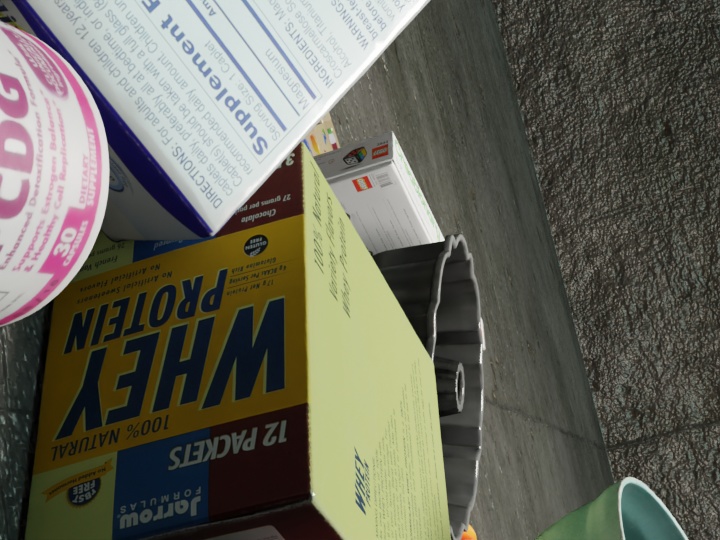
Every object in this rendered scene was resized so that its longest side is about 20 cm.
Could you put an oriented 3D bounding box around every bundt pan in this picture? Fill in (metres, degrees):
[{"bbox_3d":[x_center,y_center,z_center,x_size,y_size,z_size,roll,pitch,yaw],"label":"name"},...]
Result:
[{"bbox_3d":[0.030,0.076,0.888,0.202,0.075,0.204,0,90,-76],"label":"bundt pan"}]

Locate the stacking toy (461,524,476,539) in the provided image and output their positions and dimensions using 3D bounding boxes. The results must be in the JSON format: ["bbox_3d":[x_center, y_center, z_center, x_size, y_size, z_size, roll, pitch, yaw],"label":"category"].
[{"bbox_3d":[0.030,0.172,0.982,0.110,0.115,0.201,57,11,-56],"label":"stacking toy"}]

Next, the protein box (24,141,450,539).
[{"bbox_3d":[-0.049,0.088,0.667,0.200,0.134,0.200,59,21,-47],"label":"protein box"}]

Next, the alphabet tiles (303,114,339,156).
[{"bbox_3d":[-0.044,-0.101,1.116,0.200,0.007,0.168,-40,114,-74],"label":"alphabet tiles"}]

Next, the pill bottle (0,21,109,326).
[{"bbox_3d":[-0.167,-0.038,0.401,0.200,0.113,0.114,8,67,-74],"label":"pill bottle"}]

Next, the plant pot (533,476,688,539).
[{"bbox_3d":[0.122,0.226,0.693,0.201,0.134,0.201,52,21,-29],"label":"plant pot"}]

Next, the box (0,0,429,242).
[{"bbox_3d":[-0.082,-0.145,0.599,0.200,0.105,0.184,-49,116,-26],"label":"box"}]

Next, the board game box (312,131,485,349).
[{"bbox_3d":[0.000,0.000,0.965,0.035,0.125,0.201,-90,159,-45],"label":"board game box"}]
